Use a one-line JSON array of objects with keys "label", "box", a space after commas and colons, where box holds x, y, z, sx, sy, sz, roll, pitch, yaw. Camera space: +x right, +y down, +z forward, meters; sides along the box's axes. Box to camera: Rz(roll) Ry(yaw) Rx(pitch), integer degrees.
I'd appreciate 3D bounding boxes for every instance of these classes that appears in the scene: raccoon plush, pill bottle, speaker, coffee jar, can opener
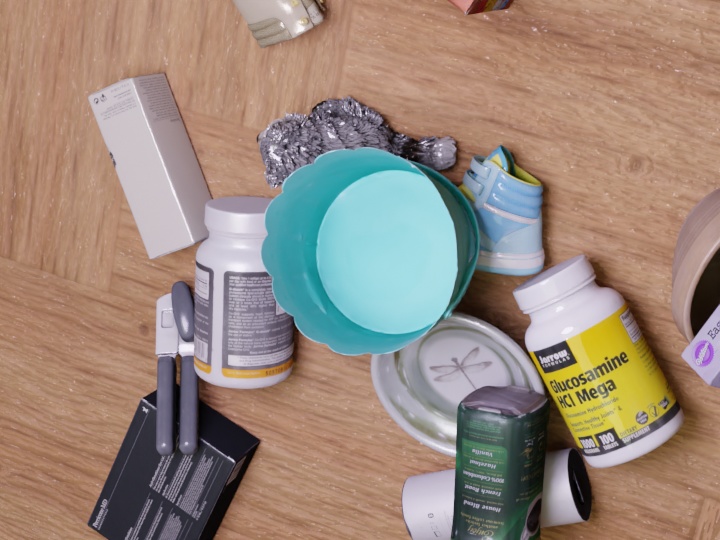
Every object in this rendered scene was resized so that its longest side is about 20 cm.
[{"label": "raccoon plush", "box": [-0.012, -0.135, 1.328, 0.199, 0.134, 0.097, -6, 99, 23]}, {"label": "pill bottle", "box": [-0.130, 0.023, 1.425, 0.116, 0.116, 0.201, 9, 106, 20]}, {"label": "speaker", "box": [0.150, 0.251, 1.387, 0.199, 0.081, 0.082, -15, 97, 24]}, {"label": "coffee jar", "box": [0.141, 0.225, 1.286, 0.085, 0.104, 0.201, 7, 102, 25]}, {"label": "pill bottle", "box": [0.239, 0.091, 1.295, 0.112, 0.112, 0.201, -28, 91, 25]}, {"label": "can opener", "box": [-0.215, 0.112, 1.469, 0.053, 0.067, 0.201, -2, 67, -1]}]

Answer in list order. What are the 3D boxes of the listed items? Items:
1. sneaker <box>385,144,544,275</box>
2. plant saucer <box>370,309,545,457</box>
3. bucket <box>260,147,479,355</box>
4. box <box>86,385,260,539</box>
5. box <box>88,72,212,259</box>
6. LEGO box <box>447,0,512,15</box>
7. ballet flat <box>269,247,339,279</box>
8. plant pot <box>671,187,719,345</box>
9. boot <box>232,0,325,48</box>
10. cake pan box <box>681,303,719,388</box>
[{"label": "sneaker", "box": [0.101, -0.073, 1.332, 0.199, 0.080, 0.131, 8, 108, 10]}, {"label": "plant saucer", "box": [0.111, 0.116, 1.369, 0.199, 0.050, 0.201, 14, 129, 19]}, {"label": "bucket", "box": [0.017, -0.020, 1.250, 0.206, 0.135, 0.208, 0, 91, 16]}, {"label": "box", "box": [-0.230, 0.260, 1.544, 0.141, 0.079, 0.201, 31, 112, 10]}, {"label": "box", "box": [-0.234, -0.121, 1.452, 0.068, 0.082, 0.201, -17, 94, 24]}, {"label": "LEGO box", "box": [0.068, -0.343, 1.239, 0.200, 0.149, 0.077, 39, 114, 10]}, {"label": "ballet flat", "box": [0.000, 0.000, 1.377, 0.199, 0.071, 0.071, 8, 106, 2]}, {"label": "plant pot", "box": [0.370, -0.019, 1.205, 0.201, 0.200, 0.093, -58, 39, 23]}, {"label": "boot", "box": [-0.076, -0.330, 1.316, 0.200, 0.073, 0.156, -24, 110, 36]}, {"label": "cake pan box", "box": [0.420, 0.039, 1.180, 0.200, 0.184, 0.052, -58, 36, 22]}]
